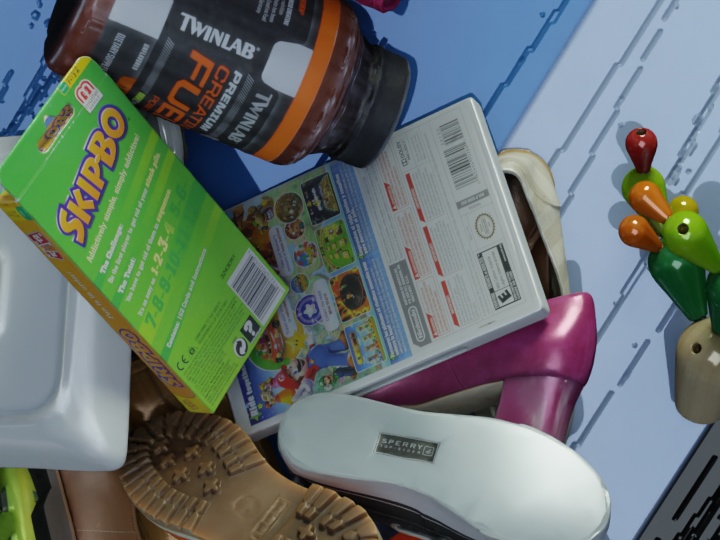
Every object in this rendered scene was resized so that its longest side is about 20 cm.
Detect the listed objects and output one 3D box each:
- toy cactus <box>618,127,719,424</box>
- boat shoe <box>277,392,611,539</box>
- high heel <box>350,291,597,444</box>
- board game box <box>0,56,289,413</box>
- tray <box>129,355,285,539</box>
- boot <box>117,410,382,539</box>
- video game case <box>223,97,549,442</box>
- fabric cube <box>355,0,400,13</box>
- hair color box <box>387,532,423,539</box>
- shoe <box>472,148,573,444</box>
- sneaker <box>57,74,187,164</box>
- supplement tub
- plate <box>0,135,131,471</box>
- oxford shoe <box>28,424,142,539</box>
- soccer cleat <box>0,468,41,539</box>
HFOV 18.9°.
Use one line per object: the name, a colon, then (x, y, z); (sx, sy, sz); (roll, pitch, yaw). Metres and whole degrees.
toy cactus: (0.219, 0.019, 1.275); (0.200, 0.102, 0.165); (39, 142, 28)
boat shoe: (0.049, 0.127, 1.234); (0.199, 0.068, 0.074); (9, 59, 18)
high heel: (0.046, 0.047, 1.292); (0.199, 0.067, 0.096); (8, 78, 37)
board game box: (-0.123, -0.019, 1.213); (0.200, 0.030, 0.096); (52, 55, -34)
tray: (-0.095, 0.144, 1.344); (0.098, 0.037, 0.201); (-23, 94, 5)
boot: (-0.059, 0.157, 1.247); (0.200, 0.107, 0.075); (29, 65, 37)
video game case: (0.000, 0.000, 1.284); (0.199, 0.018, 0.144); (-24, 66, 15)
fabric cube: (-0.038, -0.274, 1.214); (0.199, 0.196, 0.201); (22, 98, 0)
hair color box: (0.050, 0.205, 1.301); (0.200, 0.111, 0.064); (-34, 50, 6)
shoe: (0.094, 0.028, 1.311); (0.070, 0.053, 0.201); (-4, 96, 4)
sneaker: (-0.145, -0.050, 1.286); (0.079, 0.074, 0.201); (-14, 83, -37)
supplement tub: (-0.073, -0.127, 1.245); (0.199, 0.107, 0.107); (21, 97, -16)
plate: (-0.221, 0.016, 1.264); (0.199, 0.032, 0.201); (-2, 80, 29)
oxford shoe: (-0.170, 0.094, 1.303); (0.071, 0.071, 0.201); (-12, 89, -18)
soccer cleat: (-0.177, 0.206, 1.353); (0.083, 0.065, 0.201); (-19, 91, -25)
